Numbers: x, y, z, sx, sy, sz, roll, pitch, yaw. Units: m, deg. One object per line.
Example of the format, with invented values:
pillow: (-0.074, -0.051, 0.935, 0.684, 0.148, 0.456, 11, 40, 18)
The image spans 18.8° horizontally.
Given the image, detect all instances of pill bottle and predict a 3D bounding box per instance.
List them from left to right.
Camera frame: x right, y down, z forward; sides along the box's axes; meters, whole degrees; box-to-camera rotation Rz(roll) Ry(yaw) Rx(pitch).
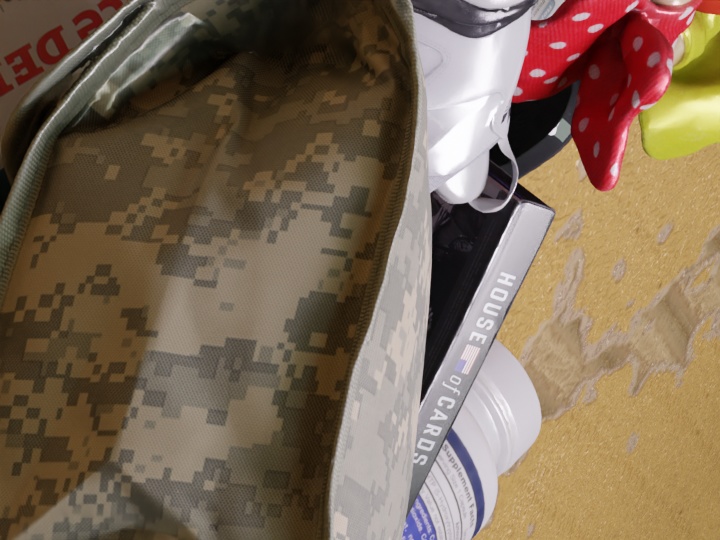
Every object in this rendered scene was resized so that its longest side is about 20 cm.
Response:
pill bottle: (0.003, 0.116, 1.164, 0.200, 0.119, 0.120, -39, 148, -35)

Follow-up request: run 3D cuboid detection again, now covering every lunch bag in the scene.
lunch bag: (-0.037, 0.016, 0.590, 0.164, 0.117, 0.201, 81, 21, -73)

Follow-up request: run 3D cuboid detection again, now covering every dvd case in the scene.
dvd case: (0.000, 0.000, 0.968, 0.025, 0.200, 0.151, 17, 105, -31)

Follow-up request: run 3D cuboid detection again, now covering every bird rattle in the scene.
bird rattle: (0.133, -0.125, 0.926, 0.163, 0.113, 0.200, -54, 159, 14)

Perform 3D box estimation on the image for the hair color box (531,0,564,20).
hair color box: (0.055, -0.131, 1.064, 0.099, 0.061, 0.200, -55, 152, -8)

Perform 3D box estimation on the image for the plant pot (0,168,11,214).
plant pot: (-0.156, -0.008, 0.700, 0.200, 0.134, 0.201, 6, 80, -38)

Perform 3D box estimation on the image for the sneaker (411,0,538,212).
sneaker: (-0.030, -0.078, 0.809, 0.075, 0.199, 0.115, -56, 149, -61)

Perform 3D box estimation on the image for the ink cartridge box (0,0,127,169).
ink cartridge box: (-0.135, -0.123, 0.596, 0.146, 0.084, 0.201, -37, 104, -36)

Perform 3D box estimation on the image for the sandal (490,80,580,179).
sandal: (0.020, -0.046, 1.031, 0.045, 0.075, 0.200, 30, 132, -32)
